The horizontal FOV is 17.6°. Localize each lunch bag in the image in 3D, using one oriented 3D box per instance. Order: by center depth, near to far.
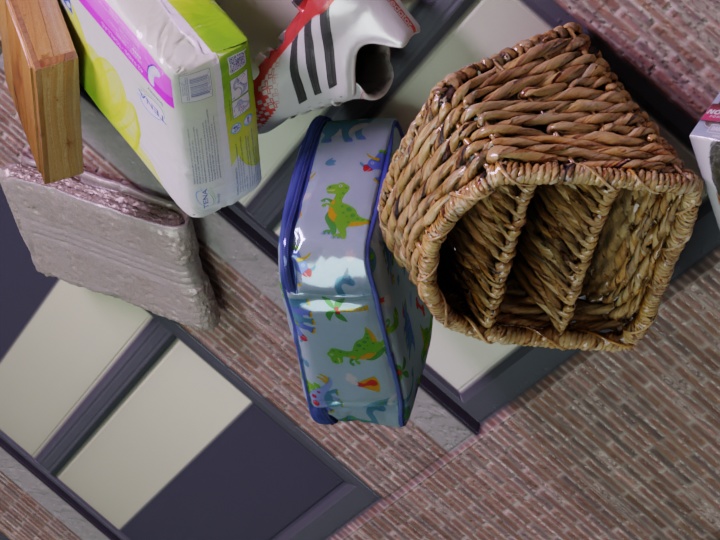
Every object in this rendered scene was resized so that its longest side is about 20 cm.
[{"bbox_3d":[0.000,0.000,1.629,0.082,0.162,0.201,1,138,14],"label":"lunch bag"}]

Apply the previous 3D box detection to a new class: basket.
[{"bbox_3d":[0.105,-0.027,1.463,0.149,0.142,0.200,55,155,23],"label":"basket"}]

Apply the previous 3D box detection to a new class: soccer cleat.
[{"bbox_3d":[-0.023,-0.136,1.571,0.085,0.069,0.200,42,145,3],"label":"soccer cleat"}]

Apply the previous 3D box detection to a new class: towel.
[{"bbox_3d":[-0.208,-0.024,1.940,0.199,0.035,0.133,19,145,27],"label":"towel"}]

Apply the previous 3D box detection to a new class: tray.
[{"bbox_3d":[-0.239,-0.150,1.724,0.200,0.037,0.099,102,148,-68],"label":"tray"}]

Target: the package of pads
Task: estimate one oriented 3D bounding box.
[{"bbox_3d":[-0.145,-0.150,1.613,0.200,0.068,0.155,50,158,34],"label":"package of pads"}]

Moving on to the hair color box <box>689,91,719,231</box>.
[{"bbox_3d":[0.278,-0.019,1.413,0.098,0.061,0.201,11,139,38],"label":"hair color box"}]
